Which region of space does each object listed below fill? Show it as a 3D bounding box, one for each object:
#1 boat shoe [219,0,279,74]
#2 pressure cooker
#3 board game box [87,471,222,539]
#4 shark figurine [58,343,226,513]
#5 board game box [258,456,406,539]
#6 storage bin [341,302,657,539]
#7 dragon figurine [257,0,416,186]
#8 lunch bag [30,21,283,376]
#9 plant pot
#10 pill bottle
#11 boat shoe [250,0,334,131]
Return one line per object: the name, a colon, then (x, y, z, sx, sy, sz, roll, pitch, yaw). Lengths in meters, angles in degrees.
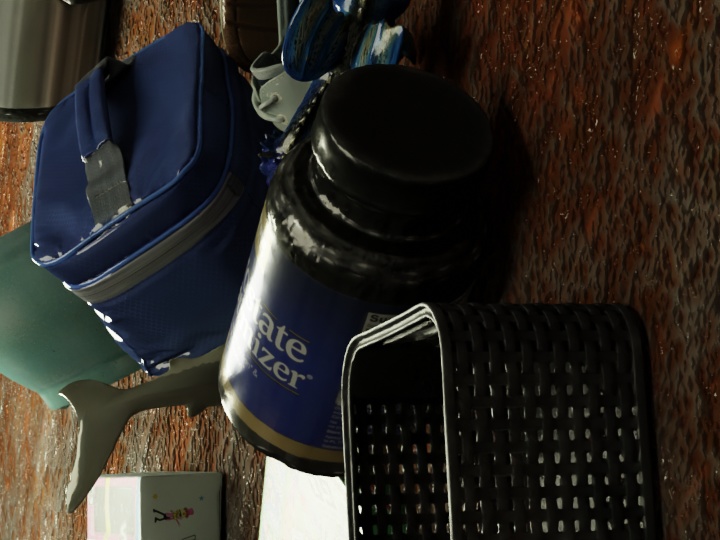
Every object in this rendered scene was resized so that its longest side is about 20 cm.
boat shoe: (-0.034, -0.215, 1.294, 0.075, 0.075, 0.203, -94, 19, -60)
pressure cooker: (-0.306, -0.252, 1.934, 0.179, 0.175, 0.200, -88, 9, -59)
board game box: (-0.155, 0.223, 1.637, 0.200, 0.064, 0.148, 164, 106, -70)
shark figurine: (-0.059, 0.077, 1.225, 0.128, 0.214, 0.090, -24, 82, 41)
board game box: (-0.019, 0.165, 1.281, 0.200, 0.029, 0.135, -135, 49, -65)
storage bin: (0.058, 0.120, 0.948, 0.135, 0.094, 0.200, 149, 121, -69)
dragon figurine: (-0.002, -0.122, 1.124, 0.100, 0.059, 0.200, -63, -7, -46)
lunch bag: (-0.116, -0.055, 1.316, 0.132, 0.136, 0.200, 49, -162, -33)
plant pot: (-0.207, 0.020, 1.643, 0.134, 0.200, 0.200, 63, 162, -4)
pill bottle: (0.000, 0.000, 1.098, 0.112, 0.112, 0.200, -107, 25, -43)
boat shoe: (-0.029, -0.114, 1.250, 0.070, 0.071, 0.201, -144, 55, -67)
